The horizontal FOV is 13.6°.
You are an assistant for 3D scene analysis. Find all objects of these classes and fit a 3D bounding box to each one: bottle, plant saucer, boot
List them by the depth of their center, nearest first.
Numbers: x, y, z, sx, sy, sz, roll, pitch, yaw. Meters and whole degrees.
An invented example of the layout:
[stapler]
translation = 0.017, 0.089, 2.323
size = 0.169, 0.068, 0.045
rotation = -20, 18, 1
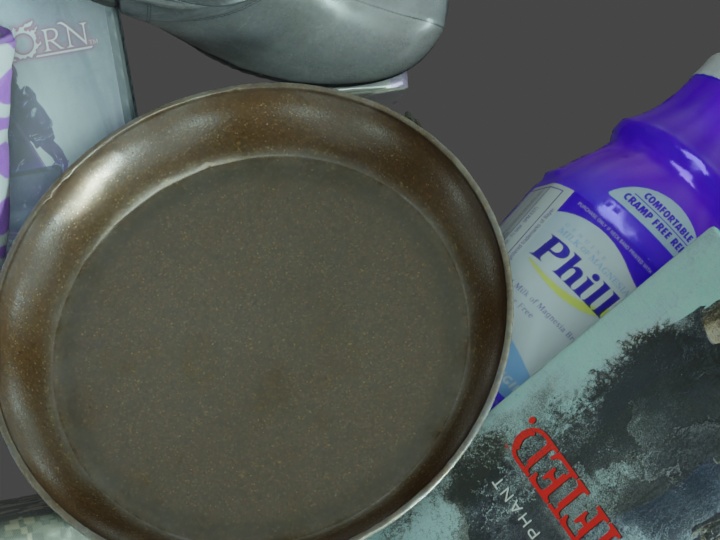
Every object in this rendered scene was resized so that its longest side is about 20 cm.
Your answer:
[plant saucer]
translation = -0.040, 0.024, 1.127
size = 0.199, 0.032, 0.201
rotation = -4, 62, 8
[boot]
translation = -0.050, -0.111, 1.141
size = 0.199, 0.132, 0.070
rotation = 11, 93, -14
[bottle]
translation = 0.094, 0.000, 1.180
size = 0.084, 0.065, 0.200
rotation = 46, 73, -10

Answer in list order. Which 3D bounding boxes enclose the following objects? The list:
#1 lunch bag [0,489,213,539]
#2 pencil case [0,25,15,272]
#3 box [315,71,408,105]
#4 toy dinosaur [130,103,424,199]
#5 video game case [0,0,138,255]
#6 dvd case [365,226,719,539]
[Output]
[lunch bag]
translation = -0.088, 0.184, 1.168
size = 0.163, 0.118, 0.201
rotation = -9, 93, -10
[pencil case]
translation = -0.181, -0.005, 1.163
size = 0.085, 0.084, 0.201
rotation = 7, 97, 24
[box]
translation = -0.011, -0.168, 1.248
size = 0.038, 0.041, 0.201
rotation = -5, 83, -5
[toy dinosaur]
translation = 0.000, 0.000, 1.224
size = 0.102, 0.077, 0.200
rotation = -33, 103, 9
[video game case]
translation = -0.158, -0.045, 1.209
size = 0.142, 0.019, 0.201
rotation = -10, 100, -5
[dvd case]
translation = 0.090, 0.097, 1.073
size = 0.200, 0.022, 0.146
rotation = -40, 54, 8
